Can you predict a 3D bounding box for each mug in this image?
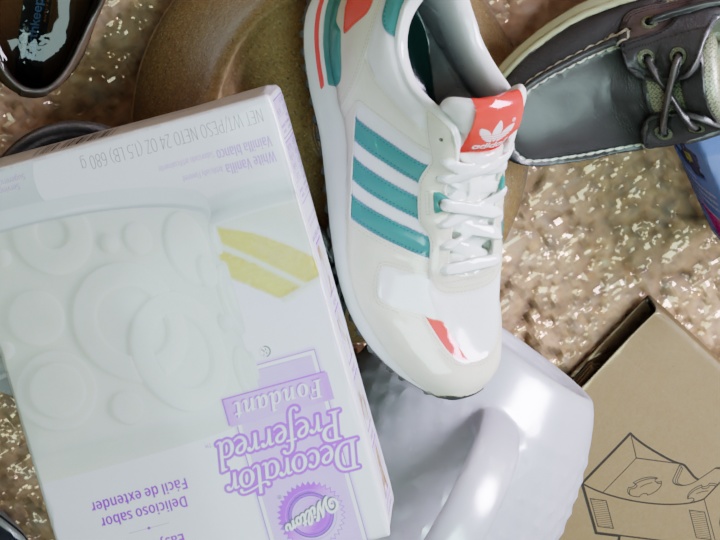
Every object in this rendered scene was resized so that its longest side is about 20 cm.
[{"bbox_3d":[0.032,0.114,1.133,0.147,0.200,0.176,34,95,-7],"label":"mug"}]

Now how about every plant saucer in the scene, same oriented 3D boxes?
[{"bbox_3d":[-0.007,-0.066,1.094,0.199,0.035,0.202,0,90,-17],"label":"plant saucer"}]

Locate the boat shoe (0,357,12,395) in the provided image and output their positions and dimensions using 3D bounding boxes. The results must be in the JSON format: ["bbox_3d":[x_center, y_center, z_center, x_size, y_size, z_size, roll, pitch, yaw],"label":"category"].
[{"bbox_3d":[-0.176,0.030,1.113,0.199,0.072,0.069,-28,119,-2],"label":"boat shoe"}]

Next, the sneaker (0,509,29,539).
[{"bbox_3d":[-0.170,0.205,1.114,0.078,0.079,0.201,-18,106,-3],"label":"sneaker"}]

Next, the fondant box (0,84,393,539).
[{"bbox_3d":[-0.079,0.034,1.023,0.143,0.058,0.201,-15,99,3],"label":"fondant box"}]

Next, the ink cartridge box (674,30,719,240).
[{"bbox_3d":[0.205,-0.116,1.150,0.136,0.076,0.201,-29,115,-1],"label":"ink cartridge box"}]

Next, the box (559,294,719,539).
[{"bbox_3d":[0.166,0.130,1.272,0.200,0.021,0.164,40,98,-25],"label":"box"}]

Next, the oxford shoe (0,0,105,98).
[{"bbox_3d":[-0.131,-0.171,1.033,0.072,0.084,0.201,1,110,-13],"label":"oxford shoe"}]

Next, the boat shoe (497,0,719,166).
[{"bbox_3d":[0.153,-0.095,1.068,0.200,0.066,0.072,-19,117,0],"label":"boat shoe"}]

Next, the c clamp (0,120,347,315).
[{"bbox_3d":[-0.113,0.024,1.065,0.199,0.027,0.172,18,98,-3],"label":"c clamp"}]

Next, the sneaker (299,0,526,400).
[{"bbox_3d":[0.034,-0.041,1.032,0.070,0.093,0.201,-13,92,-36],"label":"sneaker"}]
